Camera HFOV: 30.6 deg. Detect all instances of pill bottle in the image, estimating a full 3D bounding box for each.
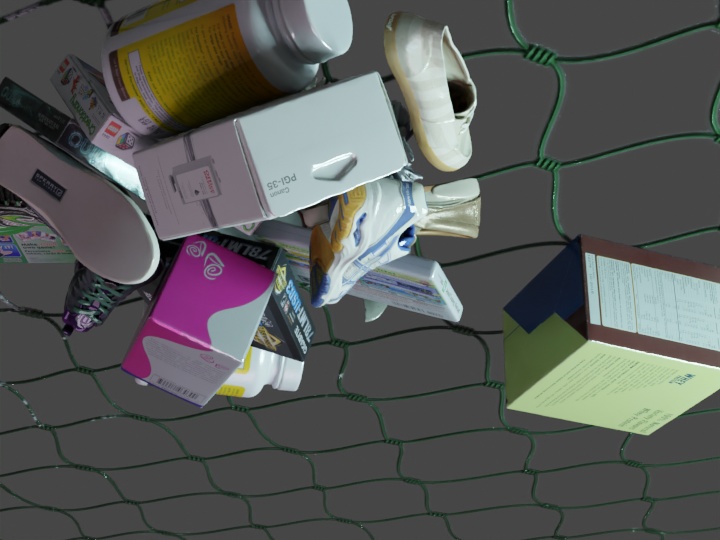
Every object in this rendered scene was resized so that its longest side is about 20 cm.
[{"bbox_3d":[-0.109,-0.186,1.089,0.198,0.111,0.109,-15,148,28],"label":"pill bottle"},{"bbox_3d":[-0.170,0.095,1.604,0.197,0.113,0.112,9,151,-11],"label":"pill bottle"}]

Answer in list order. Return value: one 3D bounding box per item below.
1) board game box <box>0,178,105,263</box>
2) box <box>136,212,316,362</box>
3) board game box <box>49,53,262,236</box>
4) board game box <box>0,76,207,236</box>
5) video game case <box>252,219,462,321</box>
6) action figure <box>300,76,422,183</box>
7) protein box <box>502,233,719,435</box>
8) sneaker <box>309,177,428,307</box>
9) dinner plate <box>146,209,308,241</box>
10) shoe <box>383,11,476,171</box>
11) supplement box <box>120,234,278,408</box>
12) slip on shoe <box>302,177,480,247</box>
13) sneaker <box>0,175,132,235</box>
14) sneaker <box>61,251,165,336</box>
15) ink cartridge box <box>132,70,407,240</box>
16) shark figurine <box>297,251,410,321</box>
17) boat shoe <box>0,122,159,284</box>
[{"bbox_3d":[-0.360,-0.052,1.432,0.197,0.029,0.135,0,150,3],"label":"board game box"},{"bbox_3d":[-0.160,0.017,1.431,0.196,0.050,0.201,14,156,16],"label":"box"},{"bbox_3d":[-0.184,-0.115,1.216,0.199,0.126,0.035,31,102,-42],"label":"board game box"},{"bbox_3d":[-0.241,-0.105,1.250,0.135,0.028,0.200,31,177,43],"label":"board game box"},{"bbox_3d":[0.000,0.000,1.372,0.198,0.022,0.182,15,168,16],"label":"video game case"},{"bbox_3d":[-0.014,-0.123,1.215,0.118,0.103,0.199,22,161,-29],"label":"action figure"},{"bbox_3d":[0.297,0.080,1.528,0.198,0.136,0.199,12,149,-18],"label":"protein box"},{"bbox_3d":[0.005,-0.020,1.214,0.087,0.076,0.200,0,157,-16],"label":"sneaker"},{"bbox_3d":[-0.135,-0.049,1.432,0.197,0.025,0.201,1,152,1],"label":"dinner plate"},{"bbox_3d":[0.074,-0.155,1.179,0.053,0.071,0.200,0,150,21],"label":"shoe"},{"bbox_3d":[-0.166,0.054,1.328,0.100,0.104,0.200,26,157,-9],"label":"supplement box"},{"bbox_3d":[0.036,-0.051,1.306,0.198,0.061,0.076,-10,-177,-35],"label":"slip on shoe"},{"bbox_3d":[-0.328,-0.079,1.313,0.197,0.079,0.085,2,169,-5],"label":"sneaker"},{"bbox_3d":[-0.257,0.021,1.348,0.074,0.088,0.200,26,160,-17],"label":"sneaker"},{"bbox_3d":[-0.077,-0.092,1.082,0.145,0.084,0.199,-23,-171,-32],"label":"ink cartridge box"},{"bbox_3d":[-0.011,0.023,1.495,0.211,0.091,0.129,-2,150,2],"label":"shark figurine"},{"bbox_3d":[-0.251,-0.060,1.207,0.075,0.200,0.093,-50,169,5],"label":"boat shoe"}]
